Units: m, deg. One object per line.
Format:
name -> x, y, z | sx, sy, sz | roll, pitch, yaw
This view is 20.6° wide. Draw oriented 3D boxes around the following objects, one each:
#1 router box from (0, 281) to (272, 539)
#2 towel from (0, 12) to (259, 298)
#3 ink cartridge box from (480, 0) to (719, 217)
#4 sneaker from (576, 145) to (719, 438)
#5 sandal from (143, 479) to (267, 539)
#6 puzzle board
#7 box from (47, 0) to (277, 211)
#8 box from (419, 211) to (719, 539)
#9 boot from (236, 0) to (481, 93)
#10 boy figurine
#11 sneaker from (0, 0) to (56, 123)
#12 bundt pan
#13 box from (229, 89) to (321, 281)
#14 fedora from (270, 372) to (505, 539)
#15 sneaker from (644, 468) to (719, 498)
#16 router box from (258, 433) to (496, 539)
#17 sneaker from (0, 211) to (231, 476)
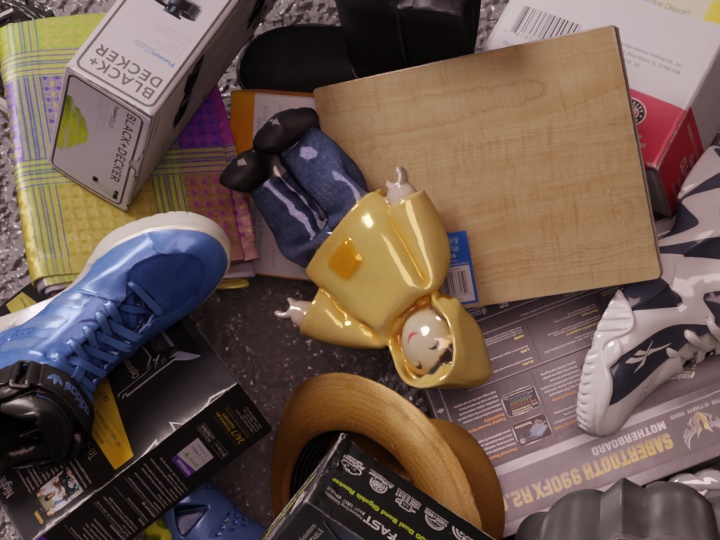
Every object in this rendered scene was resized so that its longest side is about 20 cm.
router box -> -0.167, 0.078, 1.230 | 0.157, 0.052, 0.200 | -37, 43, -5
towel -> -0.150, -0.074, 1.250 | 0.143, 0.023, 0.201 | -6, 65, -17
ink cartridge box -> 0.179, -0.157, 1.277 | 0.145, 0.083, 0.200 | 24, 78, 26
sneaker -> 0.225, 0.034, 1.206 | 0.129, 0.080, 0.199 | 28, 69, 17
sandal -> -0.091, 0.180, 1.249 | 0.087, 0.079, 0.201 | -15, 86, -4
puzzle board -> 0.076, -0.055, 1.201 | 0.199, 0.017, 0.151 | -10, 94, 25
box -> -0.111, -0.148, 1.219 | 0.060, 0.117, 0.200 | 31, 61, 2
box -> 0.143, 0.071, 1.269 | 0.199, 0.048, 0.159 | -21, 78, -1
boot -> -0.006, -0.152, 1.247 | 0.164, 0.200, 0.066 | 4, 78, 4
boy figurine -> 0.000, 0.000, 1.200 | 0.124, 0.064, 0.200 | -43, 77, 20
sneaker -> -0.203, -0.102, 1.308 | 0.074, 0.079, 0.200 | -37, 77, -27
bundt pan -> 0.169, 0.200, 1.182 | 0.201, 0.202, 0.076 | 4, 40, 4
box -> 0.010, -0.049, 1.260 | 0.199, 0.041, 0.120 | 7, 99, 21
fedora -> 0.027, 0.146, 1.216 | 0.082, 0.201, 0.201 | -15, 74, -38
sneaker -> 0.245, 0.167, 1.229 | 0.199, 0.075, 0.082 | -2, 76, 2
router box -> -0.004, 0.207, 1.128 | 0.150, 0.200, 0.062 | 34, 38, -2
sneaker -> -0.158, 0.051, 1.151 | 0.199, 0.077, 0.111 | -27, 37, 13
